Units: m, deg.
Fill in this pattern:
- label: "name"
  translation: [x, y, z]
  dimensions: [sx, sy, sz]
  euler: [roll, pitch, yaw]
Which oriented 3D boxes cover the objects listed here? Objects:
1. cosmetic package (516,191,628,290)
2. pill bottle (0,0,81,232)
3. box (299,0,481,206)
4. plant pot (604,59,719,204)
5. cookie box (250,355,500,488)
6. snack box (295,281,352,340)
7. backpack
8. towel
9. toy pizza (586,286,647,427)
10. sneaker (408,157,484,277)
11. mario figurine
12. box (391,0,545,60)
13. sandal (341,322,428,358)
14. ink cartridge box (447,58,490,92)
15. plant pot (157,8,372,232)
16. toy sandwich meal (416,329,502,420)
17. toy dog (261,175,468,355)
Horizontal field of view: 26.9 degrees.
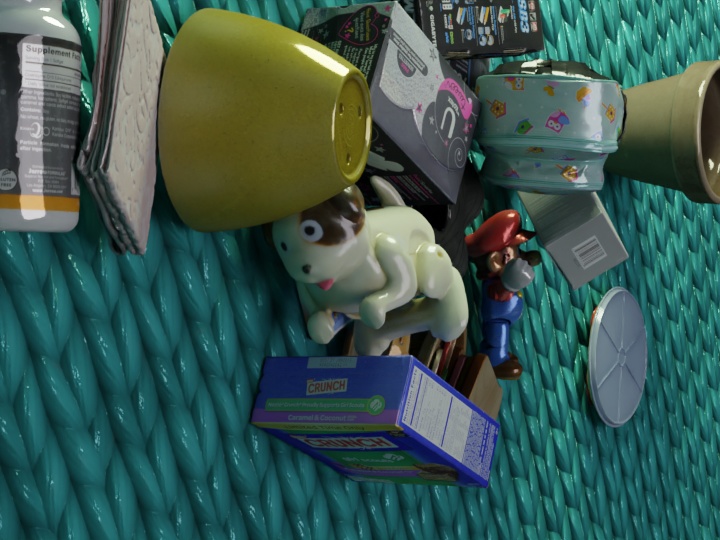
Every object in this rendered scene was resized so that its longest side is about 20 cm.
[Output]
- label: "cosmetic package"
  translation: [0.240, -0.091, 1.827]
  dimensions: [0.107, 0.090, 0.200]
  euler: [49, 13, -46]
- label: "pill bottle"
  translation: [-0.262, -0.128, 1.103]
  dimensions: [0.116, 0.116, 0.201]
  euler: [-1, 92, -57]
- label: "box"
  translation: [0.025, -0.167, 1.547]
  dimensions: [0.200, 0.114, 0.133]
  euler: [42, 57, -50]
- label: "plant pot"
  translation: [0.430, -0.191, 2.121]
  dimensions: [0.200, 0.174, 0.201]
  euler: [-3, 93, -58]
- label: "cookie box"
  translation: [0.018, 0.152, 1.502]
  dimensions: [0.200, 0.171, 0.076]
  euler: [39, 56, -50]
- label: "snack box"
  translation: [0.000, 0.000, 1.599]
  dimensions: [0.200, 0.024, 0.072]
  euler: [-38, 122, -50]
- label: "backpack"
  translation: [0.206, -0.161, 1.673]
  dimensions: [0.200, 0.175, 0.154]
  euler: [23, 73, -83]
- label: "towel"
  translation: [-0.187, -0.128, 1.200]
  dimensions: [0.200, 0.032, 0.192]
  euler: [92, 3, -72]
- label: "toy pizza"
  translation: [0.361, 0.124, 2.160]
  dimensions: [0.200, 0.032, 0.201]
  euler: [-1, 91, -58]
- label: "sneaker"
  translation: [0.089, -0.076, 1.654]
  dimensions: [0.200, 0.076, 0.091]
  euler: [-83, 159, -43]
- label: "mario figurine"
  translation: [0.185, 0.027, 1.804]
  dimensions: [0.106, 0.123, 0.201]
  euler: [-9, 104, -35]
- label: "box"
  translation: [0.116, -0.338, 1.688]
  dimensions: [0.198, 0.050, 0.201]
  euler: [-11, 95, -42]
- label: "sandal"
  translation: [0.039, 0.090, 1.637]
  dimensions: [0.200, 0.054, 0.081]
  euler: [-7, 97, -57]
- label: "ink cartridge box"
  translation: [0.115, -0.253, 1.755]
  dimensions: [0.099, 0.039, 0.201]
  euler: [19, 76, -57]
- label: "plant pot"
  translation: [-0.071, -0.129, 1.334]
  dimensions: [0.200, 0.141, 0.201]
  euler: [5, 90, -71]
- label: "toy sandwich meal"
  translation: [0.106, 0.143, 1.689]
  dimensions: [0.205, 0.070, 0.206]
  euler: [14, 90, -74]
- label: "toy dog"
  translation: [0.000, -0.020, 1.460]
  dimensions: [0.200, 0.139, 0.195]
  euler: [26, 65, -49]
